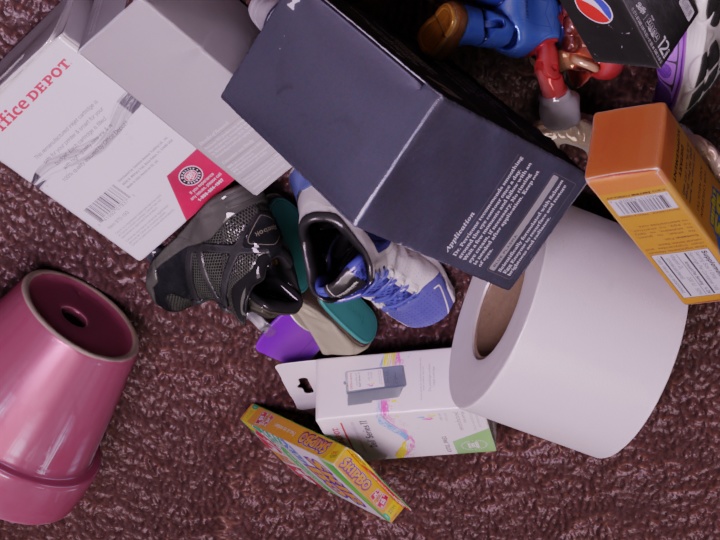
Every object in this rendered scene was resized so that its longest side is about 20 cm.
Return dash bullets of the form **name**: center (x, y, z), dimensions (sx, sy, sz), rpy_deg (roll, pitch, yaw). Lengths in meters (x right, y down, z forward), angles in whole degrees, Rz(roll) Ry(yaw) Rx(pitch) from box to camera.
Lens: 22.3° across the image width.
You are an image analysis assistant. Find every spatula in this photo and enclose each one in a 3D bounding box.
- **spatula**: center (-0.119, 0.031, 1.725), dimensions (0.200, 0.021, 0.057), rpy_deg (33, 113, -18)

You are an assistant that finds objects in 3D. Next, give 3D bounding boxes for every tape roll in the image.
- **tape roll**: center (0.180, 0.048, 1.597), dimensions (0.139, 0.203, 0.203), rpy_deg (20, 129, -12)

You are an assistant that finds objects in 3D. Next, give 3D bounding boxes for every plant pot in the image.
- **plant pot**: center (-0.306, 0.107, 1.709), dimensions (0.199, 0.200, 0.179), rpy_deg (31, 112, -20)

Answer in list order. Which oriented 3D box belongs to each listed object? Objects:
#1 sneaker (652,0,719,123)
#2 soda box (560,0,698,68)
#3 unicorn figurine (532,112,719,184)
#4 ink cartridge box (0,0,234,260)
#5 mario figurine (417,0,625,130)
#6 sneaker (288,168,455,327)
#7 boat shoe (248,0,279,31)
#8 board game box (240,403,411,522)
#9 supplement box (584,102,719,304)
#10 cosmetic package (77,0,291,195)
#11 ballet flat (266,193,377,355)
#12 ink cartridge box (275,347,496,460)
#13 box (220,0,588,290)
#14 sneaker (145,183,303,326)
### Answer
- **sneaker**: center (0.256, -0.203, 1.473), dimensions (0.083, 0.081, 0.201), rpy_deg (27, 143, 25)
- **soda box**: center (0.174, -0.243, 1.354), dimensions (0.071, 0.063, 0.200), rpy_deg (14, 149, 46)
- **unicorn figurine**: center (0.227, -0.093, 1.534), dimensions (0.199, 0.074, 0.137), rpy_deg (-13, 144, 44)
- **ink cartridge box**: center (-0.216, -0.124, 1.559), dimensions (0.200, 0.084, 0.145), rpy_deg (38, 124, -24)
- **mario figurine**: center (0.126, -0.186, 1.458), dimensions (0.199, 0.106, 0.124), rpy_deg (10, 103, -33)
- **sneaker**: center (0.000, -0.001, 1.627), dimensions (0.080, 0.115, 0.199), rpy_deg (-26, 124, 26)
- **boat shoe**: center (-0.009, -0.181, 1.507), dimensions (0.200, 0.067, 0.074), rpy_deg (31, 99, -44)
- **board game box**: center (-0.034, 0.186, 1.765), dimensions (0.096, 0.030, 0.200), rpy_deg (48, 161, -30)
- **supplement box**: center (0.249, -0.050, 1.449), dimensions (0.068, 0.067, 0.200), rpy_deg (-7, 147, 30)
- **cosmetic package**: center (-0.126, -0.170, 1.499), dimensions (0.200, 0.107, 0.090), rpy_deg (38, 124, -23)
- **ballet flat**: center (-0.058, 0.009, 1.679), dimensions (0.069, 0.070, 0.200), rpy_deg (-20, 127, 21)
- **ink cartridge box**: center (0.025, 0.131, 1.747), dimensions (0.199, 0.068, 0.117), rpy_deg (-5, 152, 10)
- **box**: center (0.034, -0.104, 1.399), dimensions (0.200, 0.197, 0.118), rpy_deg (22, 107, -47)
- **sneaker**: center (-0.121, 0.013, 1.609), dimensions (0.199, 0.076, 0.115), rpy_deg (-40, 75, 49)
